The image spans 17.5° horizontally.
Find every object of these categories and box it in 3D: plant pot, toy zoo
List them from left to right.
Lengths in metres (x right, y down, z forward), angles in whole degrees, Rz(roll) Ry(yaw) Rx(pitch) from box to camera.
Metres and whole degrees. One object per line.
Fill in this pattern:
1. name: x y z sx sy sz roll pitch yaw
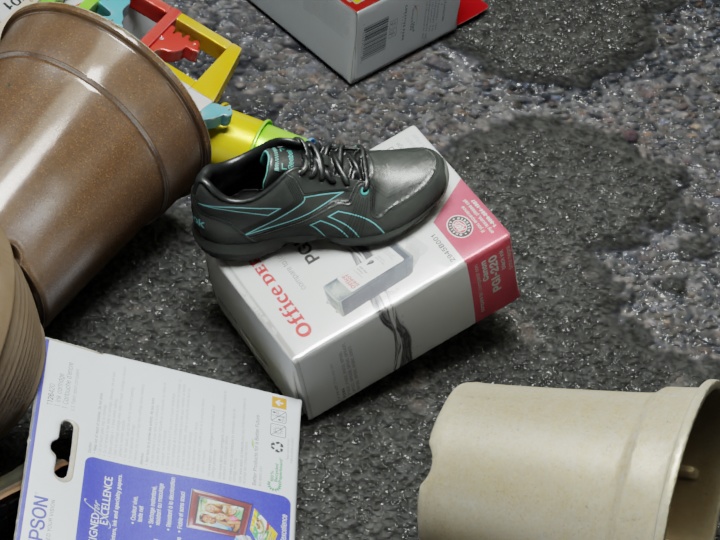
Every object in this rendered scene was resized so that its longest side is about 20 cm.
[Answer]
1. plant pot: -0.288 0.061 1.655 0.092 0.201 0.202 26 34 -36
2. plant pot: -0.249 -0.067 1.791 0.199 0.201 0.199 25 55 17
3. toy zoo: -0.189 -0.173 1.910 0.199 0.021 0.131 31 53 10
4. plant pot: 0.145 0.159 1.627 0.182 0.201 0.201 10 44 20

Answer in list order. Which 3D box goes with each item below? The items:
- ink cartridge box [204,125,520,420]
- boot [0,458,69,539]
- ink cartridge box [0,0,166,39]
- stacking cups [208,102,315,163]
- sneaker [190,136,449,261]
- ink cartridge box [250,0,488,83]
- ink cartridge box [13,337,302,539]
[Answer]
1. ink cartridge box: 0.000 0.000 1.791 0.199 0.085 0.146 -31 54 -12
2. boot: -0.302 0.166 1.629 0.200 0.075 0.097 -32 60 -30
3. ink cartridge box: -0.284 -0.239 2.020 0.146 0.086 0.200 -31 56 -32
4. stacking cups: -0.031 -0.080 1.910 0.199 0.061 0.061 19 46 12
5. sneaker: -0.031 -0.060 1.740 0.199 0.079 0.076 -14 51 -2
6. ink cartridge box: -0.005 -0.283 2.096 0.175 0.084 0.200 -30 55 -31
7. ink cartridge box: -0.143 0.154 1.655 0.199 0.047 0.198 13 46 -11
